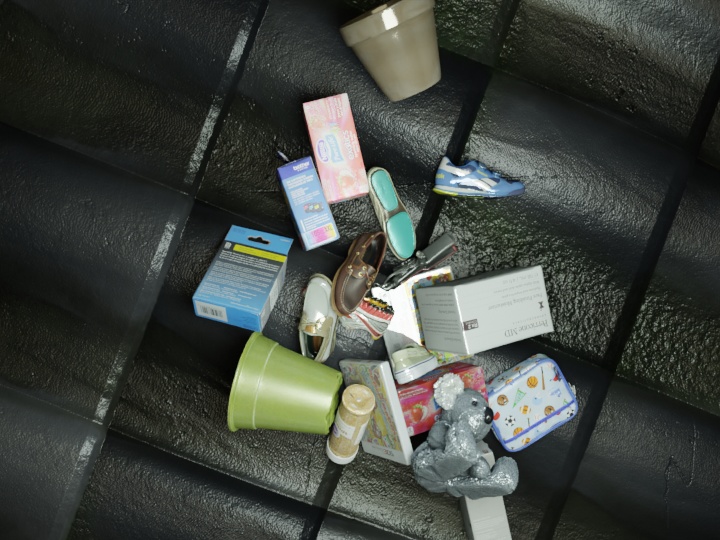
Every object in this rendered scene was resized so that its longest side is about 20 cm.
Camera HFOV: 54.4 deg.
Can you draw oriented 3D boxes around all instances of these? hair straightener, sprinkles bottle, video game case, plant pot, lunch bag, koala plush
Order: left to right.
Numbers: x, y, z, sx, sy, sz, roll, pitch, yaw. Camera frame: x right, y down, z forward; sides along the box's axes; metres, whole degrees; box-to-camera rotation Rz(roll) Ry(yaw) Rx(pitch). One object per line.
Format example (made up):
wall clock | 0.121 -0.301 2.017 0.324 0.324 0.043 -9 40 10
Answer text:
plant pot | -0.138 0.236 1.372 0.186 0.200 0.204 12 91 5
sprinkles bottle | -0.022 0.311 1.409 0.067 0.069 0.202 12 135 -5
video game case | 0.030 0.279 1.410 0.023 0.181 0.204 -17 93 -28
plant pot | 0.077 -0.443 1.399 0.197 0.200 0.176 -26 110 -3
hair straightener | 0.112 -0.021 1.453 0.198 0.077 0.041 -29 60 -7
video game case | 0.132 0.110 1.495 0.179 0.023 0.204 -16 92 -4
koala plush | 0.190 0.307 1.325 0.177 0.183 0.202 39 46 -24
lunch bag | 0.362 0.284 1.496 0.198 0.076 0.162 -29 96 -2

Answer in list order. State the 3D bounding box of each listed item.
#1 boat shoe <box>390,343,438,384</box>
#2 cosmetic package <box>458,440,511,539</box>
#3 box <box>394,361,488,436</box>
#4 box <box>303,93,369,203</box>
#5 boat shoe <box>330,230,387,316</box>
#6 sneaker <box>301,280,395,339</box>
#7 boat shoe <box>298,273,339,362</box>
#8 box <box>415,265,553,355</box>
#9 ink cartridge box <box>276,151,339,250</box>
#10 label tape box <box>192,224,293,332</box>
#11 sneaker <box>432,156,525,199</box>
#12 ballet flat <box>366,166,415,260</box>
boat shoe | 0.108 0.175 1.388 0.071 0.200 0.063 -19 86 13
cosmetic package | 0.250 0.471 1.477 0.089 0.107 0.204 -16 92 -3
box | 0.153 0.261 1.440 0.197 0.099 0.097 -13 93 -20
box | -0.051 -0.243 1.427 0.093 0.103 0.204 -14 94 -4
boat shoe | 0.000 0.000 1.398 0.070 0.070 0.202 43 49 -32
sneaker | -0.032 0.083 1.451 0.197 0.078 0.083 23 109 6
boat shoe | -0.085 0.106 1.406 0.074 0.068 0.203 12 124 21
box | 0.241 0.078 1.394 0.196 0.200 0.133 -13 91 -18
ink cartridge box | -0.113 -0.146 1.407 0.075 0.136 0.203 -19 93 -7
label tape box | -0.230 0.014 1.412 0.142 0.064 0.202 13 50 9
sneaker | 0.252 -0.193 1.469 0.196 0.074 0.084 5 90 -6
ballet flat | 0.063 -0.121 1.463 0.067 0.062 0.203 -22 100 -14
